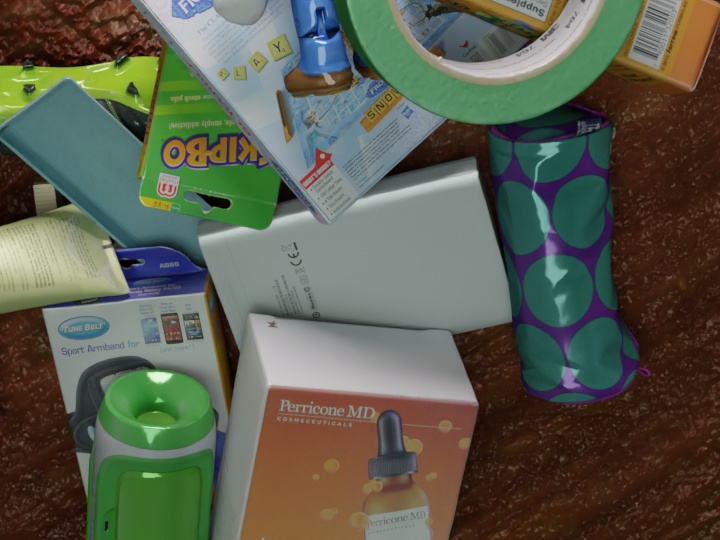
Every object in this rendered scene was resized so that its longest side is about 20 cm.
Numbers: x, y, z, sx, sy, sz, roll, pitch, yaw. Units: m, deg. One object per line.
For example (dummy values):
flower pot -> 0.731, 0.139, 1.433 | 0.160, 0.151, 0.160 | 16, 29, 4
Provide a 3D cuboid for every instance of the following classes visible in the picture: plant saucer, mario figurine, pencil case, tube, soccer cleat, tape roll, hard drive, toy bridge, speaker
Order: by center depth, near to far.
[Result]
tape roll -> 0.080, -0.194, 1.456 | 0.199, 0.048, 0.202 | -4, 108, -13
mario figurine -> -0.033, -0.218, 1.507 | 0.105, 0.123, 0.201 | -6, 103, 28
tube -> -0.259, 0.005, 1.584 | 0.199, 0.052, 0.058 | -15, 111, -24
plant saucer -> -0.160, -0.057, 1.606 | 0.070, 0.019, 0.200 | -34, 127, 18
pencil case -> 0.143, -0.014, 1.607 | 0.092, 0.085, 0.201 | -12, 108, -15
soccer cleat -> -0.178, -0.105, 1.623 | 0.198, 0.068, 0.081 | 1, 136, -4
hard drive -> 0.000, 0.000, 1.634 | 0.199, 0.027, 0.132 | -13, 125, 8
speaker -> -0.148, 0.173, 1.645 | 0.088, 0.089, 0.201 | 8, 121, 2
toy bridge -> -0.220, -0.033, 1.661 | 0.198, 0.027, 0.068 | -5, 107, 5

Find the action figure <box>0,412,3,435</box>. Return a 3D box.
action figure -> -0.320, 0.043, 1.666 | 0.200, 0.134, 0.149 | 44, 70, -31

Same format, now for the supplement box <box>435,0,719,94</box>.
supplement box -> 0.133, -0.180, 1.541 | 0.199, 0.067, 0.069 | 22, 88, -14

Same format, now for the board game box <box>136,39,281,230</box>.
board game box -> -0.089, -0.133, 1.577 | 0.095, 0.030, 0.201 | 11, 86, -15

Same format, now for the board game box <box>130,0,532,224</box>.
board game box -> -0.015, -0.170, 1.560 | 0.200, 0.041, 0.200 | -42, 100, -9

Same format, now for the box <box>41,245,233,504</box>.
box -> -0.153, 0.079, 1.663 | 0.118, 0.042, 0.201 | -6, 120, 7

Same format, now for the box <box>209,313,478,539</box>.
box -> -0.017, 0.146, 1.629 | 0.151, 0.106, 0.201 | 5, 116, -12
